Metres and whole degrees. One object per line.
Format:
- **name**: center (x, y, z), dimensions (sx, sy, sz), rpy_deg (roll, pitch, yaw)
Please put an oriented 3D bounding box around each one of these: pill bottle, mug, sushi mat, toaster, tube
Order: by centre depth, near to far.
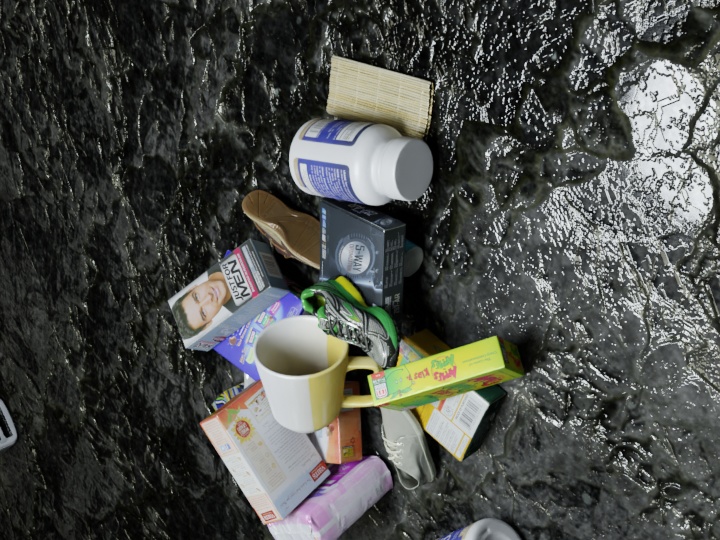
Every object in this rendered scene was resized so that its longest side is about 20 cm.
- **pill bottle**: center (0.002, -0.160, 1.401), dimensions (0.200, 0.120, 0.120), rpy_deg (14, 115, 40)
- **sushi mat**: center (0.026, -0.257, 1.417), dimensions (0.200, 0.012, 0.096), rpy_deg (24, 120, 36)
- **pill bottle**: center (0.156, 0.474, 1.483), dimensions (0.200, 0.120, 0.120), rpy_deg (-40, 77, 44)
- **tube**: center (0.012, -0.055, 1.489), dimensions (0.200, 0.050, 0.078), rpy_deg (32, 114, 38)
- **mug**: center (-0.076, 0.183, 1.499), dimensions (0.186, 0.149, 0.153), rpy_deg (23, 133, 31)
- **toaster**: center (-1.040, 0.447, 2.638), dimensions (0.129, 0.114, 0.200), rpy_deg (-32, 81, 43)

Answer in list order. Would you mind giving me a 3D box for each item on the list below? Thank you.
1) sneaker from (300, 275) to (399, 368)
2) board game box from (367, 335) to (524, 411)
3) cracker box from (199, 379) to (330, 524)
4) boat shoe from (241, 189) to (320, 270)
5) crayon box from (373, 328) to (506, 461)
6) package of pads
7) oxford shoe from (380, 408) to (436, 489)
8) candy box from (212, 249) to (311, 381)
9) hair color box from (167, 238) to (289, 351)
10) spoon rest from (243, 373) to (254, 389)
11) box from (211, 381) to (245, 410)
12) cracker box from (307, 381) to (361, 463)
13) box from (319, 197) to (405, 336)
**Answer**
- **sneaker**: center (-0.015, 0.085, 1.397), dimensions (0.200, 0.085, 0.078), rpy_deg (38, 132, 39)
- **board game box**: center (0.123, 0.151, 1.356), dimensions (0.200, 0.102, 0.048), rpy_deg (-19, 70, 20)
- **cracker box**: center (-0.154, 0.293, 1.549), dimensions (0.058, 0.134, 0.200), rpy_deg (-29, 94, 43)
- **boat shoe**: center (-0.116, -0.059, 1.603), dimensions (0.200, 0.072, 0.072), rpy_deg (33, 157, 18)
- **crayon box**: center (0.117, 0.182, 1.469), dimensions (0.200, 0.052, 0.126), rpy_deg (39, 128, 26)
- **package of pads**: center (-0.049, 0.391, 1.600), dimensions (0.120, 0.200, 0.076), rpy_deg (-12, 104, 45)
- **oxford shoe**: center (0.066, 0.276, 1.503), dimensions (0.075, 0.058, 0.200), rpy_deg (23, 142, 50)
- **candy box**: center (-0.182, 0.082, 1.661), dimensions (0.200, 0.077, 0.169), rpy_deg (33, 101, 29)
- **hair color box**: center (-0.227, 0.044, 1.612), dimensions (0.200, 0.061, 0.099), rpy_deg (-35, 65, 21)
- **spoon rest**: center (-0.189, 0.245, 1.773), dimensions (0.061, 0.099, 0.200), rpy_deg (156, 107, -70)
- **box**: center (-0.199, 0.316, 1.809), dimensions (0.200, 0.070, 0.064), rpy_deg (57, 137, 12)
- **cracker box**: center (-0.088, 0.263, 1.660), dimensions (0.200, 0.058, 0.134), rpy_deg (-7, 85, 46)
- **box**: center (0.000, 0.000, 1.454), dimensions (0.160, 0.043, 0.200), rpy_deg (30, 127, 45)
